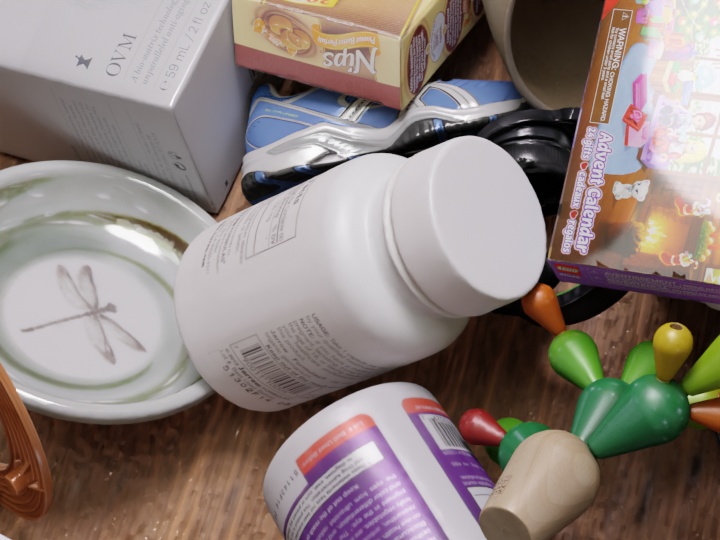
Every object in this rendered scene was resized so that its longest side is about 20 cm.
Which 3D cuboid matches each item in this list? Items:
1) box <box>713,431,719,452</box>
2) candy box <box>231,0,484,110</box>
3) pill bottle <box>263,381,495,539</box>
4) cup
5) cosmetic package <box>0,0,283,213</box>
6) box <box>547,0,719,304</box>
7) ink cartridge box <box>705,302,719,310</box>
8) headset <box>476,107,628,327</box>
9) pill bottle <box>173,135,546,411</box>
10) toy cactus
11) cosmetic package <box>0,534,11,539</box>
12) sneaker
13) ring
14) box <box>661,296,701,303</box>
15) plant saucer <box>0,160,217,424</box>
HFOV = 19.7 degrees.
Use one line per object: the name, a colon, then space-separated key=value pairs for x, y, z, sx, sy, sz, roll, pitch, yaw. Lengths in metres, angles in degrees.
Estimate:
box: x=0.240 y=0.084 z=1.060 sx=0.109 sy=0.035 sz=0.200 roll=-9 pitch=15 yaw=6
candy box: x=0.018 y=-0.183 z=1.280 sx=0.115 sy=0.056 sz=0.200 roll=16 pitch=42 yaw=22
pill bottle: x=0.040 y=0.167 z=1.080 sx=0.111 sy=0.112 sz=0.201 roll=-29 pitch=59 yaw=-7
cup: x=0.145 y=-0.206 z=1.211 sx=0.199 sy=0.201 sz=0.144 roll=-26 pitch=50 yaw=-5
cosmetic package: x=-0.151 y=-0.170 z=1.307 sx=0.199 sy=0.123 sz=0.200 roll=14 pitch=64 yaw=20
box: x=0.184 y=-0.084 z=1.066 sx=0.136 sy=0.039 sz=0.202 roll=8 pitch=75 yaw=19
ink cartridge box: x=0.287 y=-0.017 z=1.072 sx=0.199 sy=0.068 sz=0.117 roll=15 pitch=77 yaw=18
headset: x=0.079 y=-0.036 z=1.183 sx=0.199 sy=0.094 sz=0.124 roll=0 pitch=69 yaw=44
pill bottle: x=0.000 y=0.000 z=1.130 sx=0.199 sy=0.114 sz=0.115 roll=-22 pitch=49 yaw=43
toy cactus: x=0.113 y=0.074 z=1.030 sx=0.199 sy=0.103 sz=0.165 roll=-13 pitch=22 yaw=45
cosmetic package: x=-0.217 y=0.171 z=1.104 sx=0.199 sy=0.151 sz=0.052 roll=24 pitch=67 yaw=22
sneaker: x=0.022 y=-0.094 z=1.255 sx=0.198 sy=0.076 sz=0.078 roll=-9 pitch=63 yaw=4
ring: x=-0.235 y=0.056 z=1.145 sx=0.019 sy=0.201 sz=0.200 roll=-35 pitch=59 yaw=-24
box: x=0.265 y=-0.017 z=1.163 sx=0.198 sy=0.082 sz=0.069 roll=10 pitch=62 yaw=14
plant saucer: x=-0.162 y=0.022 z=1.214 sx=0.198 sy=0.050 sz=0.201 roll=11 pitch=44 yaw=-11
